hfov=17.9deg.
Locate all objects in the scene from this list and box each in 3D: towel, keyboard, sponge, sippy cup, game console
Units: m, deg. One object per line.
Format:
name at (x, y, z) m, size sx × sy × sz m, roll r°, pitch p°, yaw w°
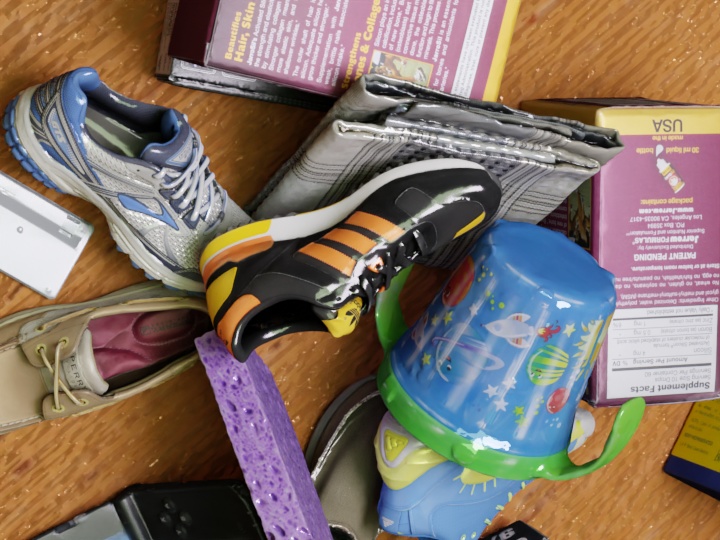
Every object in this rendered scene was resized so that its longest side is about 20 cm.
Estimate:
towel at (0.044, -0.053, 1.479) m, size 0.192 × 0.200 × 0.035 m, roll 11°, pitch 60°, yaw -21°
keyboard at (-0.266, -0.053, 1.455) m, size 0.200 × 0.011 × 0.056 m, roll 31°, pitch 90°, yaw -21°
sponge at (-0.049, 0.141, 1.456) m, size 0.030 × 0.112 × 0.200 m, roll -23°, pitch 66°, yaw 4°
sippy cup at (0.097, 0.044, 1.469) m, size 0.178 × 0.140 × 0.130 m, roll 23°, pitch 117°, yaw -8°
game console at (-0.125, 0.251, 1.491) m, size 0.116 × 0.176 × 0.200 m, roll -37°, pitch 111°, yaw -42°

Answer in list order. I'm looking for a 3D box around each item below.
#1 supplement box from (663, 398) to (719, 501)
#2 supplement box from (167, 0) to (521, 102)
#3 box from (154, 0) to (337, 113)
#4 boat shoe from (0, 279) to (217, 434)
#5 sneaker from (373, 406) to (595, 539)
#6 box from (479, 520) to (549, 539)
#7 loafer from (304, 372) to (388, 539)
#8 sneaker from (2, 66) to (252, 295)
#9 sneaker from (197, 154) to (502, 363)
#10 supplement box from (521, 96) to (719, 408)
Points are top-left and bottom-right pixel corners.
supplement box at (0.325, 0.086, 1.638) m, size 0.109 × 0.109 × 0.200 m, roll 27°, pitch 87°, yaw -21°
supplement box at (-0.009, -0.163, 1.448) m, size 0.200 × 0.086 × 0.110 m, roll 12°, pitch 94°, yaw -23°
box at (-0.025, -0.205, 1.506) m, size 0.193 × 0.048 × 0.200 m, roll 10°, pitch 93°, yaw -20°
boat shoe at (-0.182, 0.056, 1.467) m, size 0.200 × 0.066 × 0.074 m, roll -24°, pitch 104°, yaw -16°
sneaker at (0.077, 0.137, 1.558) m, size 0.200 × 0.076 × 0.105 m, roll -1°, pitch 111°, yaw -44°
box at (0.061, 0.289, 1.590) m, size 0.200 × 0.046 × 0.159 m, roll -26°, pitch 111°, yaw -16°
loafer at (-0.009, 0.165, 1.544) m, size 0.075 × 0.070 × 0.200 m, roll 26°, pitch 87°, yaw -22°
sneaker at (-0.129, -0.057, 1.450) m, size 0.200 × 0.085 × 0.077 m, roll 35°, pitch 47°, yaw -22°
sneaker at (0.000, 0.000, 1.422) m, size 0.200 × 0.090 × 0.070 m, roll -18°, pitch 144°, yaw 7°
supplement box at (0.178, -0.017, 1.560) m, size 0.103 × 0.131 × 0.200 m, roll -2°, pitch 98°, yaw -20°
